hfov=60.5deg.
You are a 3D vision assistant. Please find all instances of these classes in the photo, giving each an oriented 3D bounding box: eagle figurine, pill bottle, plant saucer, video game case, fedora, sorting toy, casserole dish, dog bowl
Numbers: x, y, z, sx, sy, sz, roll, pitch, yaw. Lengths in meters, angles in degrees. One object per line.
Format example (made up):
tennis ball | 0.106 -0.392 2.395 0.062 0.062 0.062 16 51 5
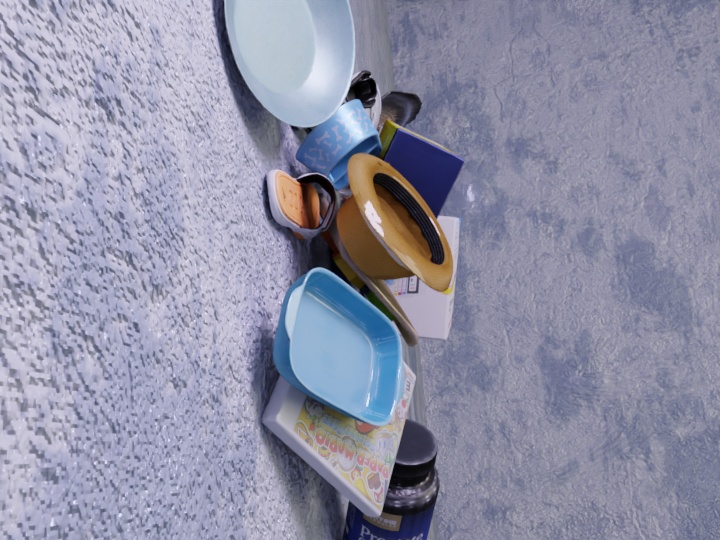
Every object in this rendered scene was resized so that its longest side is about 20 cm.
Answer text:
eagle figurine | 0.013 -0.279 1.142 0.151 0.151 0.200 -48 -170 41
pill bottle | 0.040 0.296 0.795 0.112 0.111 0.201 -78 177 -65
plant saucer | -0.079 -0.253 0.652 0.201 0.039 0.202 -10 103 -53
video game case | -0.010 0.136 0.672 0.200 0.023 0.183 53 41 -34
fedora | 0.033 -0.046 0.759 0.200 0.082 0.201 40 31 -30
sorting toy | 0.000 0.000 0.873 0.200 0.036 0.185 54 3 -29
casserole dish | -0.021 0.081 0.619 0.200 0.039 0.122 41 49 -44
dog bowl | -0.022 -0.162 0.840 0.050 0.111 0.200 49 3 4

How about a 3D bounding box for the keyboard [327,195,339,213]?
keyboard | -0.033 -0.060 1.094 0.056 0.011 0.201 -95 173 -48

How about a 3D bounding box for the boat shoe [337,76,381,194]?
boat shoe | -0.013 -0.208 0.997 0.086 0.074 0.203 -91 -165 -48

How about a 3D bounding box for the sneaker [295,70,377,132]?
sneaker | -0.028 -0.244 0.893 0.201 0.115 0.076 -74 154 -70

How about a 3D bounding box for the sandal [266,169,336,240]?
sandal | -0.059 -0.080 0.749 0.207 0.059 0.080 -10 93 -82

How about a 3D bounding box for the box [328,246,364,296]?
box | -0.018 -0.002 1.026 0.121 0.032 0.201 -58 144 -70

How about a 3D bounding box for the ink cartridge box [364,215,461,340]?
ink cartridge box | 0.092 0.004 1.068 0.147 0.144 0.201 -24 119 -77

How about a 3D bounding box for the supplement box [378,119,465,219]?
supplement box | 0.073 -0.156 0.956 0.200 0.108 0.110 -97 -149 -73

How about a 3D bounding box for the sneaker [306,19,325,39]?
sneaker | -0.079 -0.311 0.805 0.089 0.075 0.200 52 2 -3

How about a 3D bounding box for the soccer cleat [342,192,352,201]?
soccer cleat | 0.012 -0.088 1.139 0.069 0.077 0.201 72 11 -60
